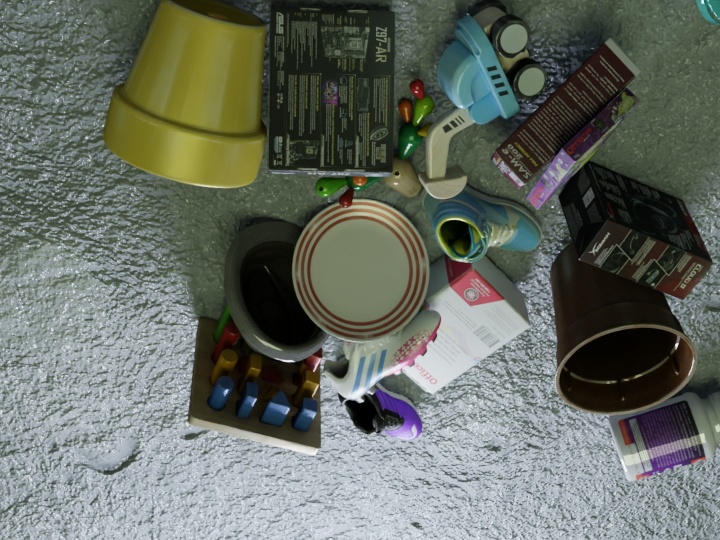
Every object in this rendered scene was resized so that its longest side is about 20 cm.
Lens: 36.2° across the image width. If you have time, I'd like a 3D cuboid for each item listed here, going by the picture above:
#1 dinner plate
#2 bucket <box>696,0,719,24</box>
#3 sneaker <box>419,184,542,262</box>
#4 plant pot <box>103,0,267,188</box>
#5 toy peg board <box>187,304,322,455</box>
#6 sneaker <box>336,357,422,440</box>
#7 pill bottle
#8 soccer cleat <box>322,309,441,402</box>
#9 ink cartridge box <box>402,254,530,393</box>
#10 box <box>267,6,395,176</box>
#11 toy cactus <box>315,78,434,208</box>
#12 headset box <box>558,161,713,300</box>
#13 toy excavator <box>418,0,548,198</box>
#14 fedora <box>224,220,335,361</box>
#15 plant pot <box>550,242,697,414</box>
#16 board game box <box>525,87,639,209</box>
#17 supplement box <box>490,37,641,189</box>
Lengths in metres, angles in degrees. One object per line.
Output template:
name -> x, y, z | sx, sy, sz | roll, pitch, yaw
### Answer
dinner plate -> 0.000, 0.000, 1.564 | 0.196, 0.024, 0.204 | 1, 85, -10
bucket -> 0.469, -0.387, 1.297 | 0.203, 0.136, 0.210 | -2, 126, -2
sneaker -> 0.176, -0.047, 1.539 | 0.197, 0.131, 0.080 | 19, 123, -19
plant pot -> -0.198, -0.226, 1.345 | 0.198, 0.201, 0.192 | 13, 111, -14
toy peg board -> -0.139, 0.141, 1.612 | 0.197, 0.201, 0.099 | 16, 129, -16
sneaker -> 0.027, 0.232, 1.760 | 0.069, 0.100, 0.200 | -34, 122, 23
pill bottle -> 0.519, 0.267, 1.817 | 0.197, 0.112, 0.112 | -19, 127, 11
soccer cleat -> 0.027, 0.112, 1.588 | 0.086, 0.070, 0.200 | 41, 114, -17
ink cartridge box -> 0.133, 0.071, 1.654 | 0.199, 0.086, 0.147 | -36, 120, 23
box -> -0.037, -0.221, 1.373 | 0.157, 0.044, 0.204 | 0, 90, -6
toy cactus -> 0.038, -0.150, 1.475 | 0.200, 0.102, 0.165 | -47, 138, 3
headset box -> 0.389, -0.055, 1.538 | 0.197, 0.150, 0.078 | 20, 125, -19
toy excavator -> 0.136, -0.215, 1.400 | 0.198, 0.100, 0.196 | -30, 123, 2
fedora -> -0.125, 0.040, 1.577 | 0.175, 0.203, 0.090 | -13, 167, -34
plant pot -> 0.361, 0.069, 1.588 | 0.196, 0.200, 0.202 | -2, 137, -2
board game box -> 0.283, -0.153, 1.422 | 0.032, 0.200, 0.120 | 42, 76, 6
supplement box -> 0.257, -0.196, 1.401 | 0.061, 0.109, 0.200 | 45, 93, 2
